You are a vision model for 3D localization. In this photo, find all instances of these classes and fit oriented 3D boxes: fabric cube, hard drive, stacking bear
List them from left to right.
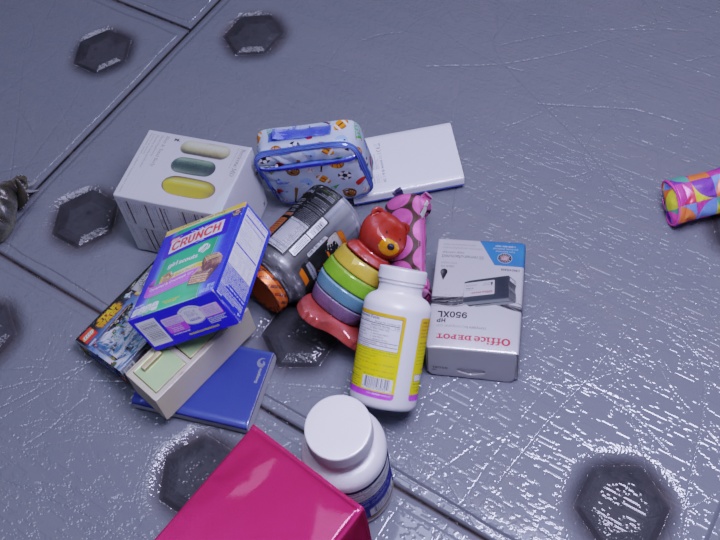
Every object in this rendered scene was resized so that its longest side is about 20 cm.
[{"bbox_3d":[-0.245,0.172,1.400,0.196,0.026,0.134,10,58,14],"label":"hard drive"},{"bbox_3d":[-0.116,0.365,1.147,0.194,0.202,0.200,31,64,26],"label":"fabric cube"},{"bbox_3d":[0.000,0.000,1.381,0.202,0.120,0.114,-56,21,10],"label":"stacking bear"},{"bbox_3d":[0.077,-0.193,1.596,0.195,0.026,0.134,-10,56,1],"label":"hard drive"}]

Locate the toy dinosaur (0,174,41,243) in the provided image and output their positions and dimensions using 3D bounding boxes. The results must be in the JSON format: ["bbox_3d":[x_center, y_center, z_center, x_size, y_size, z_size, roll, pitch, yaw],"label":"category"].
[{"bbox_3d":[-0.662,-0.101,1.608,0.101,0.077,0.204,22,71,-17],"label":"toy dinosaur"}]

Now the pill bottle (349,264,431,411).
[{"bbox_3d":[0.048,0.098,1.311,0.102,0.104,0.205,10,93,14],"label":"pill bottle"}]

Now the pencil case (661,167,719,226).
[{"bbox_3d":[0.596,-0.132,1.465,0.196,0.089,0.090,-12,55,-3],"label":"pencil case"}]

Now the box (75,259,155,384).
[{"bbox_3d":[-0.352,0.077,1.453,0.136,0.040,0.200,23,61,38],"label":"box"}]

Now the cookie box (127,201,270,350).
[{"bbox_3d":[-0.243,0.006,1.359,0.168,0.076,0.202,-18,37,26],"label":"cookie box"}]

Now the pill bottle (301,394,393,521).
[{"bbox_3d":[-0.019,0.255,1.208,0.117,0.202,0.122,-3,54,5],"label":"pill bottle"}]

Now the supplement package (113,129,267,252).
[{"bbox_3d":[-0.286,-0.122,1.529,0.196,0.152,0.154,11,57,14],"label":"supplement package"}]

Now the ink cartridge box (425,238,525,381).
[{"bbox_3d":[0.182,0.059,1.385,0.141,0.085,0.203,3,57,10],"label":"ink cartridge box"}]

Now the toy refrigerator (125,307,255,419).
[{"bbox_3d":[-0.260,0.123,1.378,0.075,0.070,0.200,33,66,26],"label":"toy refrigerator"}]

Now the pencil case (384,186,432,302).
[{"bbox_3d":[0.079,-0.030,1.451,0.092,0.090,0.204,-21,52,32],"label":"pencil case"}]

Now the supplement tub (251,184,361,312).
[{"bbox_3d":[-0.099,-0.034,1.463,0.122,0.123,0.200,33,66,26],"label":"supplement tub"}]

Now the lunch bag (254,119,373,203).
[{"bbox_3d":[-0.081,-0.183,1.502,0.196,0.161,0.077,-6,61,15],"label":"lunch bag"}]
